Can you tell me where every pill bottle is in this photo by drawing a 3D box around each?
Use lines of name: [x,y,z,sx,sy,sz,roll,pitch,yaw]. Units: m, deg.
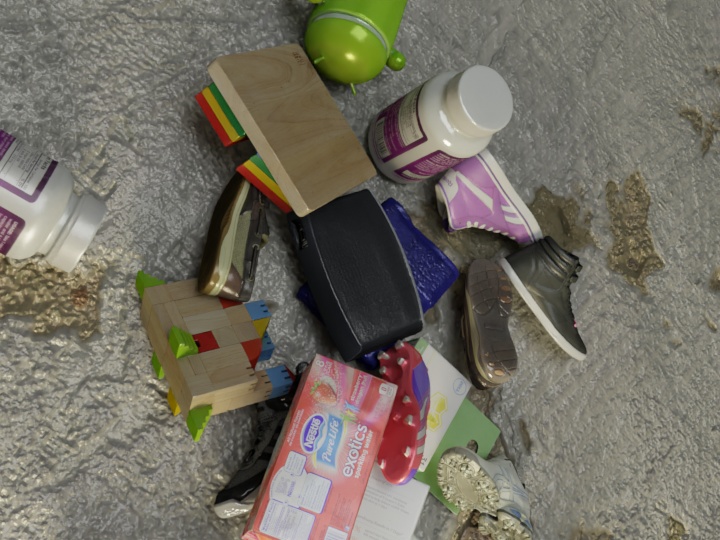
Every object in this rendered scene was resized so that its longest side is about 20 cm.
pill bottle: [0.104,-0.191,1.125,0.112,0.200,0.113,6,77,-29]
pill bottle: [-0.370,-0.081,0.887,0.200,0.112,0.113,32,66,-21]

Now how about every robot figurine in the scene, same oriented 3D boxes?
robot figurine: [-0.005,-0.337,1.149,0.175,0.115,0.201,32,66,-34]

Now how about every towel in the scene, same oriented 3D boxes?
towel: [0.024,0.018,1.140,0.148,0.050,0.200,47,61,-6]

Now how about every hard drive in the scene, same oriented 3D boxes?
hard drive: [0.000,0.000,1.080,0.134,0.042,0.201,-19,85,-29]

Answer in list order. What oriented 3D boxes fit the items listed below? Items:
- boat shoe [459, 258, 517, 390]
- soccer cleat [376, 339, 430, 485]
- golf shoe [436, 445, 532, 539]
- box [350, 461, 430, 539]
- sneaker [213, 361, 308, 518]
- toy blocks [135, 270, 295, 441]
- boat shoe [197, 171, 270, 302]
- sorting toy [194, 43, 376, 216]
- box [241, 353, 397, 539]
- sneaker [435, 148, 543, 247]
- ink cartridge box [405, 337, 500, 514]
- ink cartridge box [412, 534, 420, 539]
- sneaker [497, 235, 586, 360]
boat shoe: [0.165,0.074,1.195,0.074,0.073,0.201,18,51,-18]
soccer cleat: [0.059,0.172,1.030,0.076,0.067,0.201,39,31,-31]
golf shoe: [0.166,0.278,1.149,0.200,0.078,0.097,53,38,-33]
box: [-0.017,0.324,0.998,0.124,0.098,0.201,23,67,2]
sneaker: [-0.111,0.192,1.011,0.200,0.075,0.114,-36,93,-31]
toy blocks: [-0.157,0.079,0.974,0.136,0.100,0.200,-12,55,-31]
boat shoe: [-0.141,-0.044,1.020,0.065,0.073,0.201,29,49,-23]
sorting toy: [-0.093,-0.166,1.055,0.199,0.069,0.200,58,30,-3]
box: [-0.045,0.207,0.932,0.102,0.095,0.201,22,65,-6]
sneaker: [0.178,-0.079,1.244,0.114,0.073,0.201,-41,121,3]
ink cartridge box: [0.104,0.208,1.146,0.200,0.048,0.146,42,62,-14]
ink cartridge box: [0.057,0.455,1.072,0.174,0.044,0.200,44,62,-14]
sneaker: [0.296,0.037,1.254,0.099,0.071,0.200,-37,103,9]
